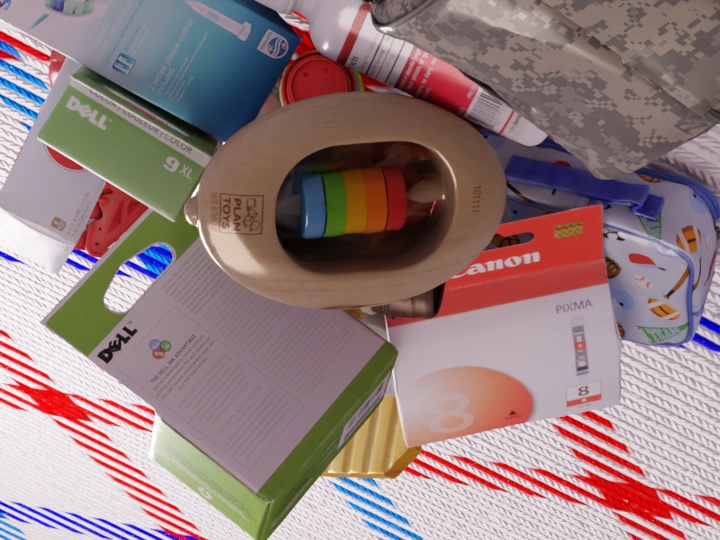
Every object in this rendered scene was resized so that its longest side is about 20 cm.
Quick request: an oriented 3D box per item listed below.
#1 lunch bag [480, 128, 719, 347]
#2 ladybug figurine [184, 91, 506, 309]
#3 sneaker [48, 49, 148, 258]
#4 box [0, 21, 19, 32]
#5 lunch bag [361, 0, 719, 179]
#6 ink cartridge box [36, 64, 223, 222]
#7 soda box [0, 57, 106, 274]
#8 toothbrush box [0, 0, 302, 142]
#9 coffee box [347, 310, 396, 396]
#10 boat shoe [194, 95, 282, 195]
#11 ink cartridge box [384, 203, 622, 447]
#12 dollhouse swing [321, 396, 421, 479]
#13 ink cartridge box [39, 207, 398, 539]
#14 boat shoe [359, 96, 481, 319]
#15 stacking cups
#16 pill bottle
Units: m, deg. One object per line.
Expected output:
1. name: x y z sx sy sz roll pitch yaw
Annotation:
1. lunch bag: 0.160 -0.027 1.739 0.199 0.076 0.161 15 151 16
2. ladybug figurine: -0.012 -0.047 1.513 0.199 0.137 0.072 -1 -161 -16
3. sneaker: -0.201 -0.077 1.891 0.078 0.116 0.200 10 153 25
4. box: -0.244 -0.192 1.718 0.199 0.042 0.039 15 162 45
5. lunch bag: 0.120 -0.153 1.377 0.199 0.140 0.168 32 123 -24
6. ink cartridge box: -0.145 -0.088 1.593 0.104 0.059 0.200 32 -171 -5
7. soda box: -0.193 -0.104 1.728 0.063 0.201 0.068 26 156 -9
8. toothbrush box: -0.153 -0.173 1.559 0.199 0.086 0.146 29 -171 -22
9. coffee box: 0.000 0.000 1.753 0.114 0.080 0.201 5 144 4
10. boat shoe: -0.105 -0.091 1.847 0.066 0.072 0.200 53 159 1
11. ink cartridge box: 0.098 0.042 1.703 0.161 0.050 0.200 -11 148 -1
12. dollhouse swing: -0.042 0.043 1.932 0.199 0.177 0.182 -2 147 44
13. ink cartridge box: -0.097 0.061 1.682 0.200 0.148 0.076 36 153 11
14. boat shoe: 0.058 -0.054 1.609 0.074 0.203 0.075 15 159 20
15. stacking cups: -0.025 -0.114 1.627 0.060 0.061 0.200 24 -175 -3
16. pill bottle: 0.040 -0.164 1.512 0.199 0.113 0.112 24 156 -3
